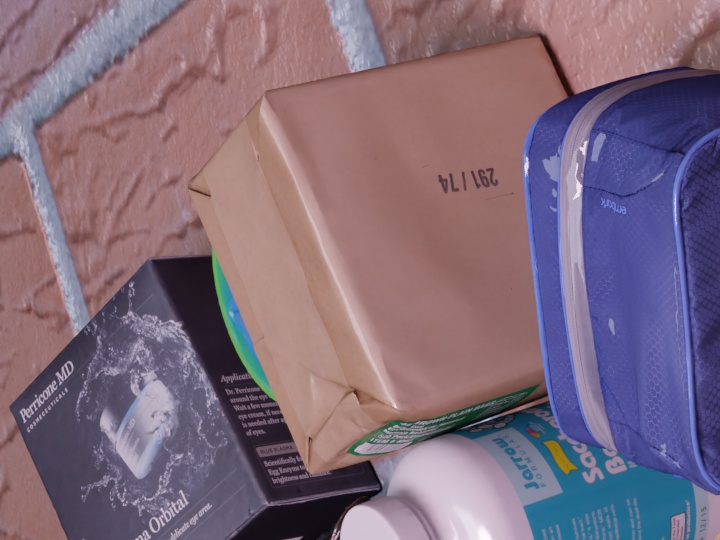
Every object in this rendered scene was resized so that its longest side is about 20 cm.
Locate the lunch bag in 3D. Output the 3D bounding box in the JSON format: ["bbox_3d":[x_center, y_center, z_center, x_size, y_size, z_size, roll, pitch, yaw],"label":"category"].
[{"bbox_3d":[0.161,0.006,0.998,0.132,0.135,0.201,19,120,55],"label":"lunch bag"}]

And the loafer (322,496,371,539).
[{"bbox_3d":[-0.025,0.219,1.446,0.071,0.073,0.200,36,137,16],"label":"loafer"}]

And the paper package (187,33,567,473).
[{"bbox_3d":[0.038,-0.012,1.128,0.103,0.199,0.191,-42,68,52],"label":"paper package"}]

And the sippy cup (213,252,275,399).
[{"bbox_3d":[0.000,0.000,1.254,0.140,0.130,0.179,-12,93,62],"label":"sippy cup"}]

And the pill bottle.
[{"bbox_3d":[0.090,0.129,1.106,0.111,0.199,0.111,31,128,49],"label":"pill bottle"}]

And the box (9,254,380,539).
[{"bbox_3d":[-0.122,0.124,1.487,0.197,0.117,0.201,-44,64,34],"label":"box"}]

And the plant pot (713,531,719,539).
[{"bbox_3d":[0.239,0.176,0.924,0.200,0.200,0.027,60,-179,24],"label":"plant pot"}]
